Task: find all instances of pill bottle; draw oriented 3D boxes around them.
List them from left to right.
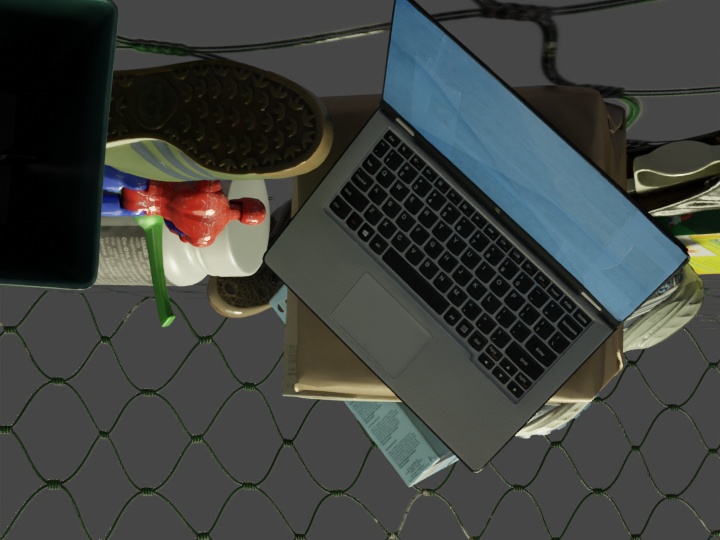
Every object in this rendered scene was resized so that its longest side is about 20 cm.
[{"bbox_3d":[-0.185,-0.044,0.945,0.198,0.115,0.114,1,174,16],"label":"pill bottle"}]

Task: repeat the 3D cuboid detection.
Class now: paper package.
[{"bbox_3d":[0.063,-0.017,0.714,0.198,0.192,0.103,1,-176,22],"label":"paper package"}]

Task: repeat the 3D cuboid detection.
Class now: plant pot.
[{"bbox_3d":[-0.225,-0.069,0.607,0.140,0.143,0.200,5,180,-23],"label":"plant pot"}]

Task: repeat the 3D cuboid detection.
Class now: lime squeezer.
[{"bbox_3d":[-0.188,-0.056,0.876,0.038,0.200,0.071,-23,157,-49],"label":"lime squeezer"}]

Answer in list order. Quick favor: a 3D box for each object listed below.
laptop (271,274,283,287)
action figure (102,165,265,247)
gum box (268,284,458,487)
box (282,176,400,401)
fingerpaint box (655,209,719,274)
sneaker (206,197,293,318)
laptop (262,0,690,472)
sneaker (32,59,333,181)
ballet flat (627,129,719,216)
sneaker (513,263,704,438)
[{"bbox_3d":[0.033,-0.031,1.037,0.103,0.200,0.177,38,-179,11],"label":"laptop"},{"bbox_3d":[-0.163,-0.067,0.804,0.198,0.066,0.099,11,-152,-3],"label":"action figure"},{"bbox_3d":[0.033,0.082,1.000,0.045,0.200,0.170,-46,163,25],"label":"gum box"},{"bbox_3d":[0.000,0.000,0.871,0.077,0.202,0.095,-3,173,41],"label":"box"},{"bbox_3d":[0.286,-0.046,0.938,0.166,0.074,0.199,-3,170,37],"label":"fingerpaint box"},{"bbox_3d":[-0.097,0.001,1.099,0.076,0.070,0.200,-44,-178,38],"label":"sneaker"},{"bbox_3d":[0.044,-0.007,0.598,0.187,0.200,0.116,44,-159,11],"label":"laptop"},{"bbox_3d":[-0.099,-0.090,0.707,0.199,0.068,0.090,6,177,20],"label":"sneaker"},{"bbox_3d":[0.203,-0.069,0.832,0.199,0.069,0.068,-14,156,35],"label":"ballet flat"},{"bbox_3d":[0.164,0.044,0.868,0.085,0.200,0.077,45,-175,-28],"label":"sneaker"}]
